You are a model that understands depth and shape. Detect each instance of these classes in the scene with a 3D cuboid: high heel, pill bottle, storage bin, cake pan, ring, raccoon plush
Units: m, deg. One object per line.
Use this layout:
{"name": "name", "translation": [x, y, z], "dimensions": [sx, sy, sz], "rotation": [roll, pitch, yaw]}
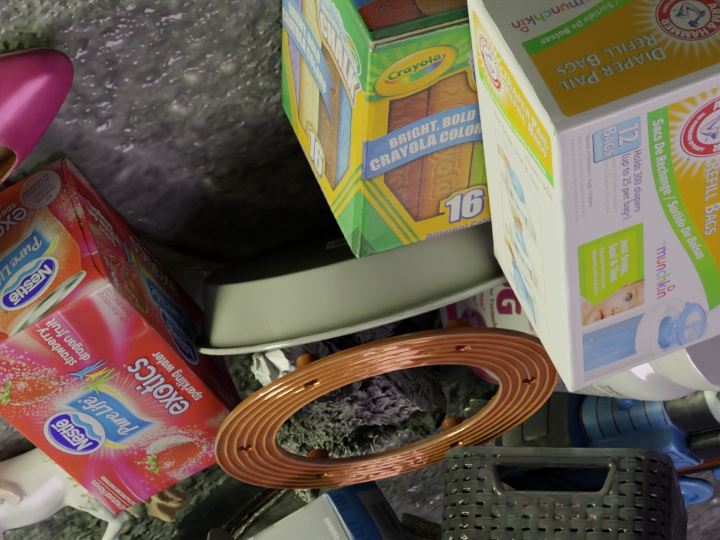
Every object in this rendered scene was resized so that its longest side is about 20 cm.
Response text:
{"name": "high heel", "translation": [-0.210, -0.024, 1.074], "dimensions": [0.200, 0.096, 0.067], "rotation": [-35, 143, 13]}
{"name": "pill bottle", "translation": [0.146, 0.016, 1.242], "dimensions": [0.113, 0.114, 0.200], "rotation": [5, 178, -36]}
{"name": "storage bin", "translation": [0.128, 0.177, 1.322], "dimensions": [0.135, 0.094, 0.200], "rotation": [0, 160, 12]}
{"name": "cake pan", "translation": [0.000, 0.000, 1.189], "dimensions": [0.200, 0.037, 0.200], "rotation": [-15, -173, 2]}
{"name": "ring", "translation": [0.014, 0.075, 1.212], "dimensions": [0.200, 0.019, 0.201], "rotation": [-12, 154, -6]}
{"name": "raccoon plush", "translation": [-0.043, 0.075, 1.299], "dimensions": [0.134, 0.097, 0.200], "rotation": [-37, 148, 25]}

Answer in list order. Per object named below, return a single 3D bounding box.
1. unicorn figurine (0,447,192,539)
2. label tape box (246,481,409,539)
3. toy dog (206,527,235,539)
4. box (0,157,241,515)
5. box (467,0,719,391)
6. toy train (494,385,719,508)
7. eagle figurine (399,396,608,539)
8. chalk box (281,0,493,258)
{"name": "unicorn figurine", "translation": [-0.212, 0.147, 1.325], "dimensions": [0.200, 0.074, 0.138], "rotation": [-32, 137, -16]}
{"name": "label tape box", "translation": [-0.075, 0.205, 1.324], "dimensions": [0.200, 0.066, 0.143], "rotation": [-29, 173, 9]}
{"name": "toy dog", "translation": [-0.124, 0.236, 1.460], "dimensions": [0.200, 0.096, 0.132], "rotation": [31, 89, -35]}
{"name": "box", "translation": [-0.149, 0.042, 1.196], "dimensions": [0.099, 0.096, 0.200], "rotation": [-28, 145, 5]}
{"name": "box", "translation": [0.125, -0.053, 1.025], "dimensions": [0.112, 0.102, 0.200], "rotation": [-21, 143, -7]}
{"name": "toy train", "translation": [0.183, 0.102, 1.378], "dimensions": [0.200, 0.087, 0.114], "rotation": [-17, 149, 39]}
{"name": "eagle figurine", "translation": [0.126, 0.187, 1.526], "dimensions": [0.151, 0.152, 0.200], "rotation": [-18, 155, 26]}
{"name": "chalk box", "translation": [0.036, -0.127, 1.070], "dimensions": [0.124, 0.124, 0.200], "rotation": [-16, 144, -14]}
